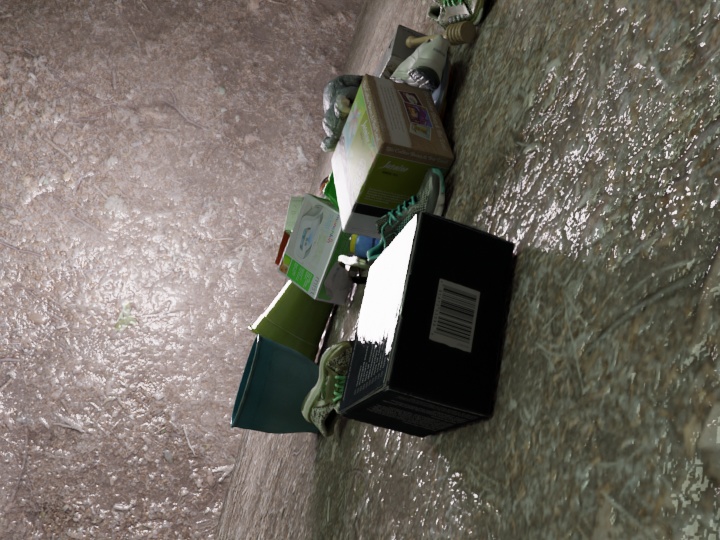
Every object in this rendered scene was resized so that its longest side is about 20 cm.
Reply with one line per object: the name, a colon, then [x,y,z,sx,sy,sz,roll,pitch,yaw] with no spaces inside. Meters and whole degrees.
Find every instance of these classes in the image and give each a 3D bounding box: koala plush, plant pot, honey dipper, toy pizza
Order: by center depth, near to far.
honey dipper: [0.140,-0.425,1.387,0.199,0.038,0.039,18,90,61]
toy pizza: [0.132,-0.300,1.412,0.200,0.031,0.203,-163,89,-79]
plant pot: [-0.162,0.262,1.622,0.200,0.185,0.203,-162,90,-79]
plant pot: [-0.154,0.108,1.906,0.192,0.198,0.200,-61,10,-2]
koala plush: [-0.037,-0.396,1.937,0.201,0.182,0.179,-61,-3,-48]

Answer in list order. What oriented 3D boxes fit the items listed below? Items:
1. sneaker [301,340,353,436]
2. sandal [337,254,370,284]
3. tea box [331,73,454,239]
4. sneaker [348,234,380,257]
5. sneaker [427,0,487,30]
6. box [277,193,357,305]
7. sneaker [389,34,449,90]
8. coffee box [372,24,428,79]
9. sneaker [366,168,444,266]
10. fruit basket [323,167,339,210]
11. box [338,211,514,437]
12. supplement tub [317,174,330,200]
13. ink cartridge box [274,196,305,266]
sneaker: [-0.038,0.221,1.391,0.089,0.076,0.202,50,126,45]
sandal: [-0.001,0.000,1.518,0.201,0.078,0.058,-167,81,-79]
tea box: [0.047,-0.191,1.304,0.202,0.132,0.198,-102,29,-44]
sneaker: [0.045,-0.084,1.480,0.201,0.077,0.067,-57,-23,-52]
sneaker: [0.169,-0.470,1.329,0.200,0.087,0.078,150,137,-75]
box: [-0.080,-0.049,1.746,0.176,0.096,0.202,34,106,48]
sneaker: [0.115,-0.369,1.375,0.088,0.074,0.200,-62,17,-2]
coffee box: [0.091,-0.401,1.571,0.200,0.111,0.081,129,157,-66]
sneaker: [0.070,-0.073,1.202,0.078,0.090,0.202,-97,27,-65]
fruit basket: [0.032,-0.227,1.636,0.215,0.156,0.216,-36,-23,-17]
box: [0.071,0.071,0.872,0.197,0.122,0.203,135,150,-66]
supplement tub: [-0.050,-0.177,1.924,0.200,0.121,0.124,-99,28,-68]
ink cartridge box: [-0.134,-0.070,1.946,0.200,0.044,0.179,36,-118,-58]
